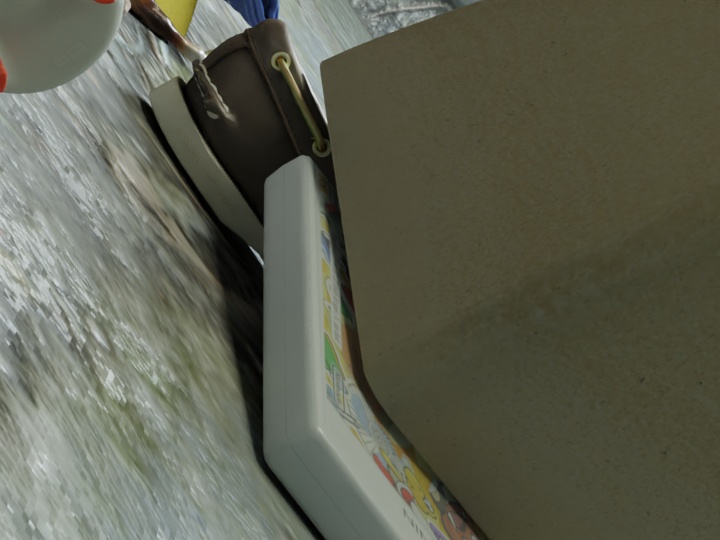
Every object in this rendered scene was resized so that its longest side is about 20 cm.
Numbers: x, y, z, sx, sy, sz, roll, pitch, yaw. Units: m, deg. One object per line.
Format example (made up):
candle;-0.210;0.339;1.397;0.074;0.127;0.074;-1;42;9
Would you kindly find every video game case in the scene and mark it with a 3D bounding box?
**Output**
video game case;0.026;0.073;0.861;0.182;0.023;0.200;54;13;-22

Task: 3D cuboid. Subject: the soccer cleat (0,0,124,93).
soccer cleat;-0.122;-0.118;0.602;0.200;0.069;0.078;47;7;-44

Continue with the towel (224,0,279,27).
towel;-0.095;-0.210;1.174;0.200;0.024;0.145;48;-24;40

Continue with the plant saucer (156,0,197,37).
plant saucer;-0.135;-0.208;1.087;0.201;0.048;0.200;58;7;16

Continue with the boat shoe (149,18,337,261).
boat shoe;0.000;0.000;0.979;0.200;0.059;0.072;55;6;-8

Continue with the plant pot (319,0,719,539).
plant pot;0.119;0.003;0.907;0.200;0.176;0.200;52;17;-32

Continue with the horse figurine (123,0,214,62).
horse figurine;-0.083;-0.166;0.974;0.132;0.050;0.201;27;56;-48
